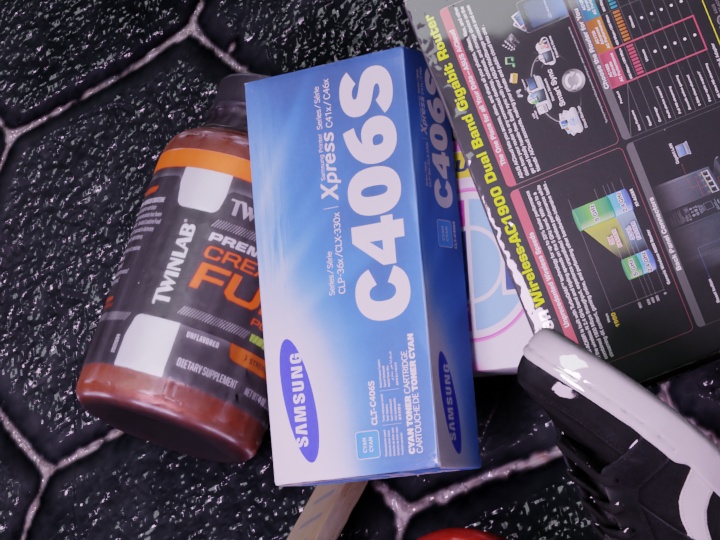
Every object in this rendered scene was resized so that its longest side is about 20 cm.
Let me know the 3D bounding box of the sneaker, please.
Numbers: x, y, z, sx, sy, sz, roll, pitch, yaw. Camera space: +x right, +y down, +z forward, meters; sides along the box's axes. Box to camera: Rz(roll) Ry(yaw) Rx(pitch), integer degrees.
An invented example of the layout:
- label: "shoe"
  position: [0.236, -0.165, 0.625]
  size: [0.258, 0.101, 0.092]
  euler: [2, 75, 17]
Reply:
- label: "sneaker"
  position: [0.114, 0.119, 0.788]
  size: [0.112, 0.200, 0.073]
  euler: [-51, 27, 0]

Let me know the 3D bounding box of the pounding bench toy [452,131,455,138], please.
- label: "pounding bench toy"
  position: [0.098, -0.148, 0.963]
  size: [0.200, 0.156, 0.124]
  euler: [-46, 50, 6]

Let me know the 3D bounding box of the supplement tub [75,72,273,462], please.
- label: "supplement tub"
  position: [-0.075, -0.004, 1.039]
  size: [0.107, 0.107, 0.201]
  euler: [6, 71, 36]

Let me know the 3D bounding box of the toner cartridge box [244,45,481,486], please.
- label: "toner cartridge box"
  position: [0.000, 0.000, 0.921]
  size: [0.095, 0.043, 0.201]
  euler: [-10, 80, 32]

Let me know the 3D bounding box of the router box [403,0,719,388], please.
- label: "router box"
  position: [0.124, -0.054, 0.838]
  size: [0.149, 0.062, 0.201]
  euler: [-22, 84, 9]

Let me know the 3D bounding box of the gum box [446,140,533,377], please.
- label: "gum box"
  position: [0.077, -0.007, 0.941]
  size: [0.199, 0.066, 0.114]
  euler: [-6, 84, 31]

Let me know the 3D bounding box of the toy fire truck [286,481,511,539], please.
- label: "toy fire truck"
  position: [0.018, 0.161, 0.898]
  size: [0.176, 0.129, 0.201]
  euler: [-26, 64, 20]
